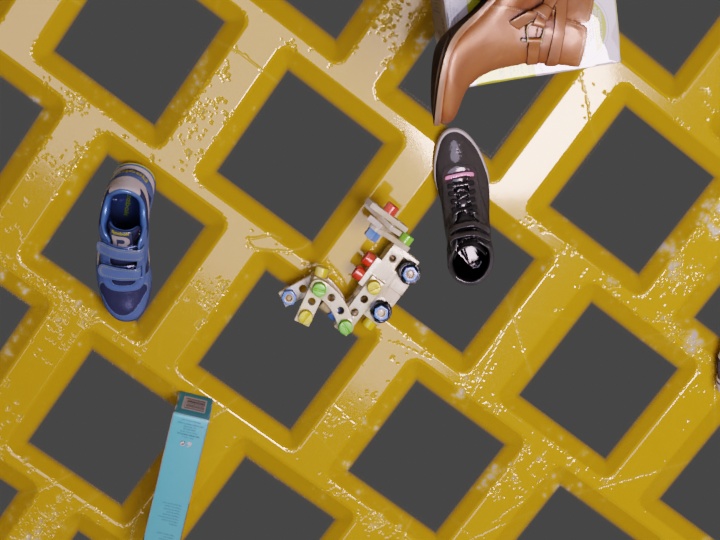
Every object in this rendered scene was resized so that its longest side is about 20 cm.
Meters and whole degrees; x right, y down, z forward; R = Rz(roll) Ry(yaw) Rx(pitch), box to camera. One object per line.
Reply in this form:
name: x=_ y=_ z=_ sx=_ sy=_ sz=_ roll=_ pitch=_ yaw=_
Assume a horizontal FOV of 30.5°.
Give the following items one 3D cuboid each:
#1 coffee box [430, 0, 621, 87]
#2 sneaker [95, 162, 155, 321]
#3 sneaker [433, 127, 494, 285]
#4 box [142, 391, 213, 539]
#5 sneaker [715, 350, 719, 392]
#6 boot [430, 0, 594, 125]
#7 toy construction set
coffee box: x=0.182 y=-0.333 z=1.527 sx=0.194 sy=0.200 sz=0.203 roll=-9 pitch=104 yaw=1
sneaker: x=-0.298 y=-0.029 z=1.651 sx=0.073 sy=0.082 sz=0.203 roll=3 pitch=106 yaw=-4
sneaker: x=0.133 y=-0.074 z=1.643 sx=0.069 sy=0.099 sz=0.203 roll=-8 pitch=103 yaw=2
box: x=-0.240 y=0.269 z=1.727 sx=0.048 sy=0.082 sz=0.203 roll=13 pitch=104 yaw=-6
sneaker: x=0.563 y=0.116 z=1.714 sx=0.196 sy=0.079 sz=0.081 roll=-4 pitch=110 yaw=1
boot: x=0.162 y=-0.237 z=1.414 sx=0.152 sy=0.074 sz=0.203 roll=13 pitch=107 yaw=-9
toy construction set: x=0.000 y=0.000 z=1.668 sx=0.130 sy=0.092 sz=0.201 roll=36 pitch=111 yaw=-9
